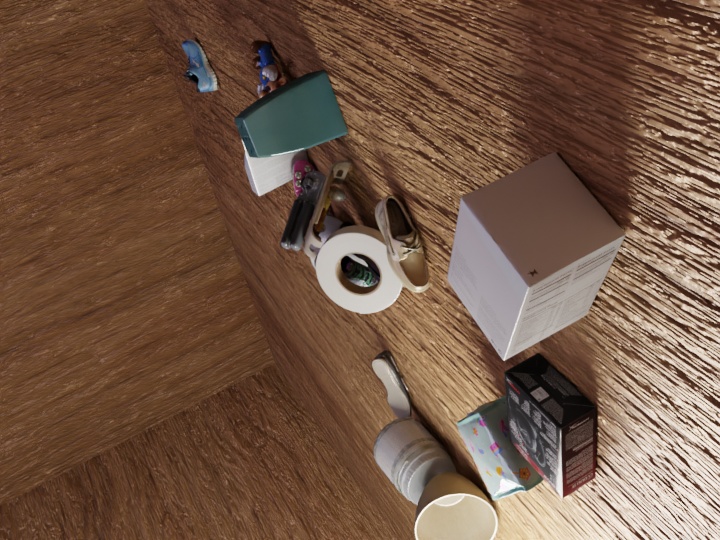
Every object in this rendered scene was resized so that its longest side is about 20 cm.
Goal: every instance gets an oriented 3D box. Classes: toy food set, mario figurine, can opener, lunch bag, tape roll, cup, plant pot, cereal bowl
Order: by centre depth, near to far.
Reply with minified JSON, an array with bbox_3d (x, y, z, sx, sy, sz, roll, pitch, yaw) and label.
[{"bbox_3d":[0.266,0.333,1.561,0.171,0.121,0.200,60,158,11],"label":"lunch bag"},{"bbox_3d":[-0.158,-0.323,1.773,0.141,0.199,0.143,22,135,67],"label":"plant pot"},{"bbox_3d":[0.000,0.000,1.809,0.037,0.201,0.204,-61,-43,-58],"label":"tape roll"},{"bbox_3d":[-0.071,-0.134,1.853,0.060,0.202,0.144,19,165,-5],"label":"toy food set"},{"bbox_3d":[-0.125,-0.136,1.913,0.053,0.202,0.067,10,163,26],"label":"can opener"},{"bbox_3d":[-0.223,-0.449,1.954,0.123,0.106,0.201,26,-148,-54],"label":"mario figurine"},{"bbox_3d":[0.220,0.575,2.009,0.144,0.198,0.202,-101,-7,-64],"label":"cup"},{"bbox_3d":[-0.066,-0.032,2.053,0.200,0.083,0.201,40,154,24],"label":"cereal bowl"}]

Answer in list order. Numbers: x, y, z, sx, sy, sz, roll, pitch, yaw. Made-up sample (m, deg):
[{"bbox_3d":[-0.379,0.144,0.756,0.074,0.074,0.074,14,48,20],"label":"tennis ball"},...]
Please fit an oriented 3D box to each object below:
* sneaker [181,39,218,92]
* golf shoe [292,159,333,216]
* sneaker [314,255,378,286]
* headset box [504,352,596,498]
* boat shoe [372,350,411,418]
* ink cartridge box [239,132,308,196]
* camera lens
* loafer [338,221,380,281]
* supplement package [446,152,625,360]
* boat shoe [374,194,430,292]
[{"bbox_3d":[-0.540,-0.666,2.693,0.201,0.089,0.079,61,164,16],"label":"sneaker"},{"bbox_3d":[-0.132,-0.191,2.136,0.091,0.075,0.202,34,146,67],"label":"golf shoe"},{"bbox_3d":[-0.011,0.012,1.889,0.198,0.075,0.088,23,171,-9],"label":"sneaker"},{"bbox_3d":[0.314,0.263,1.368,0.149,0.077,0.201,47,158,48],"label":"headset box"},{"bbox_3d":[0.096,0.307,2.222,0.066,0.057,0.201,-12,111,37],"label":"boat shoe"},{"bbox_3d":[-0.220,-0.308,2.070,0.057,0.162,0.201,36,149,50],"label":"ink cartridge box"},{"bbox_3d":[0.137,0.492,2.152,0.200,0.159,0.161,40,152,56],"label":"camera lens"},{"bbox_3d":[0.023,-0.053,1.875,0.200,0.071,0.063,48,140,29],"label":"loafer"},{"bbox_3d":[0.222,-0.015,1.094,0.152,0.150,0.201,57,163,27],"label":"supplement package"},{"bbox_3d":[0.087,-0.053,1.638,0.065,0.072,0.202,139,110,-75],"label":"boat shoe"}]
